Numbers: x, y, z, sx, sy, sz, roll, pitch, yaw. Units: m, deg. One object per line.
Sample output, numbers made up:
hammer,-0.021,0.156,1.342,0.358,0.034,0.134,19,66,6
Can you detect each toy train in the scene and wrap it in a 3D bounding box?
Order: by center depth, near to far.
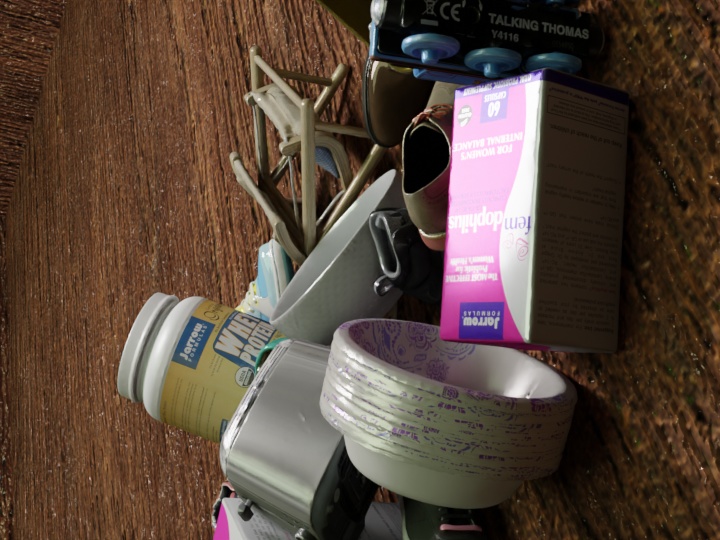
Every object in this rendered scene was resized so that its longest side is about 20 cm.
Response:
toy train,0.096,-0.192,0.948,0.114,0.197,0.088,159,115,-73

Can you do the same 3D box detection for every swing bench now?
swing bench,-0.065,-0.124,1.333,0.199,0.128,0.202,51,129,55

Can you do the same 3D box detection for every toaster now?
toaster,-0.037,0.146,1.056,0.201,0.128,0.114,-61,-28,-25

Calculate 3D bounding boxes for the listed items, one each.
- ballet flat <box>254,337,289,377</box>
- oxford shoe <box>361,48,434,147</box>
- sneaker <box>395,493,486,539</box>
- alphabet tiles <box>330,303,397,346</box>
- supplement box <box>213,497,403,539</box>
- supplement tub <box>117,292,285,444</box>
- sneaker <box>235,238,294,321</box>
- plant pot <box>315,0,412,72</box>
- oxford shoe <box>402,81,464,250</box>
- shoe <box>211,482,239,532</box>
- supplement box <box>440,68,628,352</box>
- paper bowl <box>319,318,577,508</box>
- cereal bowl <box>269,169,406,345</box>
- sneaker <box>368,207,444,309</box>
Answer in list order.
ballet flat,-0.077,0.165,1.157,0.067,0.070,0.203,-16,71,31
oxford shoe,0.055,-0.215,1.174,0.084,0.072,0.202,47,126,55
sneaker,0.077,0.189,1.010,0.200,0.070,0.100,-113,34,-64
alphabet tiles,-0.001,0.110,1.284,0.167,0.007,0.203,-18,68,62
supplement box,-0.036,0.285,1.092,0.103,0.198,0.102,44,122,58
supplement tub,-0.153,0.115,1.287,0.145,0.198,0.146,19,-90,-84
sneaker,-0.138,0.058,1.375,0.080,0.129,0.202,-93,1,-62
plant pot,0.060,-0.330,1.032,0.199,0.199,0.178,-15,52,43
oxford shoe,0.075,-0.117,0.982,0.070,0.075,0.202,-14,48,26
shoe,-0.106,0.275,1.362,0.200,0.090,0.072,-40,49,55
supplement box,0.135,-0.041,0.900,0.101,0.102,0.203,-4,82,52
paper bowl,0.065,0.116,0.923,0.200,0.198,0.106,31,110,62
cereal bowl,0.000,0.000,1.172,0.201,0.083,0.200,-50,8,9
sneaker,0.075,-0.058,1.044,0.076,0.113,0.202,47,125,57
